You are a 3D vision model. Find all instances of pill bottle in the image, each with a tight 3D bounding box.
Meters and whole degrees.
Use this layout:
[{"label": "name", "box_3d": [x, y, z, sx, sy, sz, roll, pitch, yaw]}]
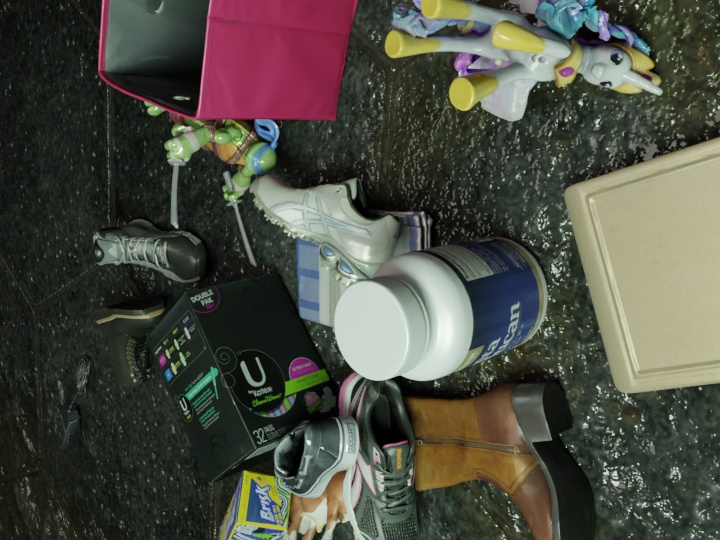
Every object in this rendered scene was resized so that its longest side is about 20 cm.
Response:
[{"label": "pill bottle", "box_3d": [0.073, 0.035, 0.690, 0.110, 0.199, 0.112, 10, 105, 41]}]

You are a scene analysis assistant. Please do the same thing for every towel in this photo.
[{"label": "towel", "box_3d": [0.000, 0.000, 0.874, 0.199, 0.024, 0.148, 9, 104, 42]}]

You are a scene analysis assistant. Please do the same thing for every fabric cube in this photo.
[{"label": "fabric cube", "box_3d": [-0.142, -0.281, 0.835, 0.195, 0.199, 0.202, 27, 115, 35]}]

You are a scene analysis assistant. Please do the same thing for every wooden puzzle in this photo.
[{"label": "wooden puzzle", "box_3d": [0.270, -0.003, 0.617, 0.199, 0.037, 0.187, -17, 86, 48]}]

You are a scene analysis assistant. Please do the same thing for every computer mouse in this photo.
[{"label": "computer mouse", "box_3d": [-0.512, 0.243, 1.399, 0.059, 0.034, 0.201, 50, 124, 45]}]

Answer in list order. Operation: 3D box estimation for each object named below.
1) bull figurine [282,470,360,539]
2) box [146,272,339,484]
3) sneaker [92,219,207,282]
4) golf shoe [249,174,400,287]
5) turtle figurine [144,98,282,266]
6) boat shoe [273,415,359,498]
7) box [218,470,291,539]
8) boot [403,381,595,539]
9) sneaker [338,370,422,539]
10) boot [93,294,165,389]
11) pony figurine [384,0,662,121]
[{"label": "bull figurine", "box_3d": [-0.030, 0.274, 0.911, 0.200, 0.065, 0.122, -40, 32, 48]}, {"label": "box", "box_3d": [-0.142, 0.127, 0.944, 0.124, 0.148, 0.201, -42, 69, 40]}, {"label": "sneaker", "box_3d": [-0.315, -0.022, 1.101, 0.199, 0.115, 0.076, 15, 108, 41]}, {"label": "golf shoe", "box_3d": [-0.035, -0.066, 0.843, 0.200, 0.078, 0.098, 38, 105, 26]}, {"label": "turtle figurine", "box_3d": [-0.200, -0.135, 0.956, 0.194, 0.143, 0.201, 41, 120, 34]}, {"label": "boat shoe", "box_3d": [-0.063, 0.205, 0.842, 0.200, 0.067, 0.072, 130, 140, -60]}, {"label": "box", "box_3d": [-0.140, 0.329, 0.986, 0.201, 0.064, 0.071, 116, 162, -49]}, {"label": "boot", "box_3d": [0.122, 0.211, 0.769, 0.199, 0.068, 0.190, -18, 85, 44]}, {"label": "sneaker", "box_3d": [0.024, 0.202, 0.802, 0.086, 0.080, 0.202, 150, 107, -67]}, {"label": "boot", "box_3d": [-0.337, 0.115, 1.186, 0.199, 0.077, 0.140, -8, 97, 57]}, {"label": "pony figurine", "box_3d": [0.126, -0.187, 0.632, 0.193, 0.199, 0.168, 50, 136, 44]}]
